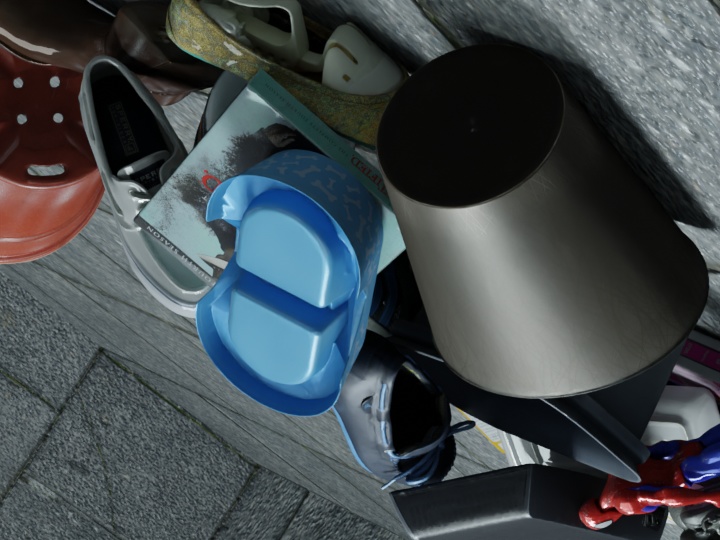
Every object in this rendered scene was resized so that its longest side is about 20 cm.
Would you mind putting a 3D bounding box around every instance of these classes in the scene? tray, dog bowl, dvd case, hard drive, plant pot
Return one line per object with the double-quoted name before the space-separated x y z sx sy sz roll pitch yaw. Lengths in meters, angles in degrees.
"tray" 0.182 0.131 1.656 0.200 0.022 0.108 1 124 36
"dog bowl" -0.042 0.006 1.410 0.111 0.050 0.200 27 137 16
"dvd case" -0.055 -0.033 1.450 0.146 0.022 0.200 41 145 -5
"hard drive" 0.126 0.179 1.602 0.135 0.042 0.200 -15 159 33
"plant pot" -0.286 -0.121 1.858 0.201 0.201 0.195 34 161 -11

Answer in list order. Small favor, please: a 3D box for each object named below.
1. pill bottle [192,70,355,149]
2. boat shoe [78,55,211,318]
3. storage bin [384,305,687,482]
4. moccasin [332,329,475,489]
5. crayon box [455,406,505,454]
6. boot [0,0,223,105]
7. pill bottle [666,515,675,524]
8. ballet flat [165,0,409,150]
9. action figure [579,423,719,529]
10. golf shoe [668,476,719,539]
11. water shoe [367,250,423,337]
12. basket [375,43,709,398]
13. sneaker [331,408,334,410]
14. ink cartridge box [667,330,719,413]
"pill bottle" -0.064 -0.086 1.573 0.106 0.106 0.200 32 169 -2
"boat shoe" -0.150 -0.059 1.560 0.200 0.074 0.065 59 173 16
"storage bin" 0.138 0.045 1.525 0.146 0.134 0.200 40 167 -37
"moccasin" 0.029 0.109 1.548 0.068 0.081 0.200 20 165 31
"crayon box" 0.103 0.050 1.696 0.126 0.052 0.200 -20 128 38
"boot" -0.188 -0.177 1.618 0.186 0.064 0.200 21 175 -15
"pill bottle" 0.256 0.149 1.751 0.104 0.104 0.200 34 169 -14
"ballet flat" -0.033 -0.137 1.397 0.200 0.071 0.071 27 169 13
"action figure" 0.234 0.127 1.494 0.052 0.200 0.065 52 -155 -26
"golf shoe" 0.309 0.140 1.555 0.095 0.200 0.078 -107 18 -45
"water shoe" 0.000 0.000 1.569 0.071 0.079 0.200 38 174 45
"basket" 0.096 -0.031 1.309 0.180 0.136 0.200 -9 146 18
"sneaker" -0.023 0.054 1.705 0.085 0.077 0.200 39 -162 -28
"ink cartridge box" 0.265 0.081 1.610 0.200 0.037 0.095 22 165 34
